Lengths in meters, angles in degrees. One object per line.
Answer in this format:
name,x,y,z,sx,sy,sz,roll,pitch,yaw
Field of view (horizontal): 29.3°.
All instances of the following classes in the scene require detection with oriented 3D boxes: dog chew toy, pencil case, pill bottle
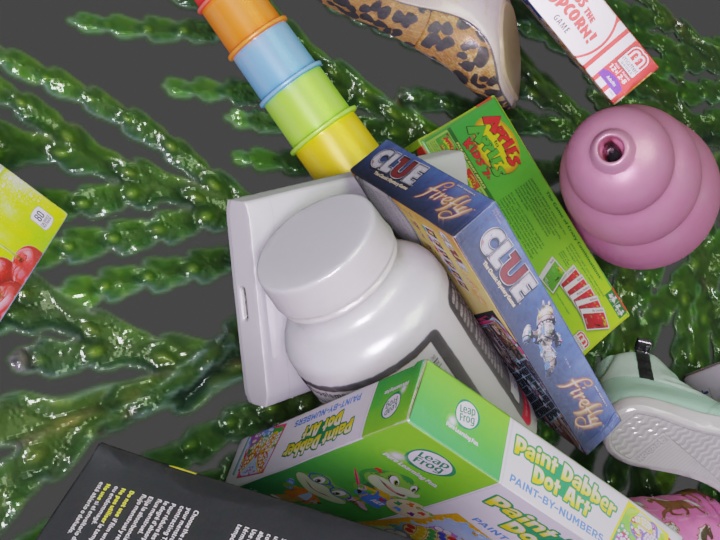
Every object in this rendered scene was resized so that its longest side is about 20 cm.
dog chew toy,0.208,-0.070,1.052,0.200,0.124,0.125,22,50,-69
pencil case,0.188,0.209,0.973,0.199,0.087,0.083,-4,30,-40
pill bottle,0.021,0.052,0.855,0.200,0.110,0.111,55,44,-32

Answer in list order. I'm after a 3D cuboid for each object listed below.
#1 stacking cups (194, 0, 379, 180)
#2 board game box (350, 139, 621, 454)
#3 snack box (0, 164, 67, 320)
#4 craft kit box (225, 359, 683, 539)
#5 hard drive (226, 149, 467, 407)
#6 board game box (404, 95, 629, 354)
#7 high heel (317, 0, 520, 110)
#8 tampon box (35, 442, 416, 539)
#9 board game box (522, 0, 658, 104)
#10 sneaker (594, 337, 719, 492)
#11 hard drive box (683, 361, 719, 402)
stacking cups,-0.063,-0.142,0.962,0.200,0.060,0.060,52,48,0
board game box,0.082,0.017,0.891,0.035,0.135,0.200,-40,124,-9
snack box,-0.281,-0.018,0.717,0.200,0.068,0.169,37,52,-17
craft kit box,0.050,0.144,0.815,0.200,0.197,0.049,35,52,-20
hard drive,0.000,0.000,0.924,0.199,0.027,0.133,-16,107,-41
board game box,0.111,-0.022,1.041,0.101,0.048,0.201,-33,92,-43
high heel,0.044,-0.187,1.072,0.200,0.142,0.072,57,39,-52
tampon box,-0.059,0.199,0.675,0.199,0.150,0.126,14,49,19
board game box,0.159,-0.216,1.099,0.152,0.046,0.200,48,12,-11
sneaker,0.270,0.117,1.046,0.200,0.074,0.118,21,23,-9
hard drive box,0.370,0.123,1.075,0.077,0.200,0.157,-4,73,-40
